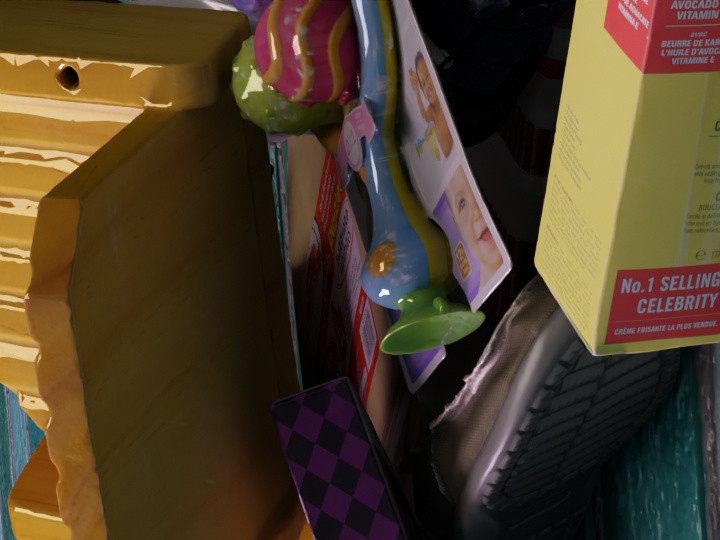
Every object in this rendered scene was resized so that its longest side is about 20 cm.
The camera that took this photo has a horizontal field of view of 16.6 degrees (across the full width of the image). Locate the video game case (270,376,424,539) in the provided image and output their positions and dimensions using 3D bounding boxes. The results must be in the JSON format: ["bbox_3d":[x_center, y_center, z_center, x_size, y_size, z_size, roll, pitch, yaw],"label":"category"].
[{"bbox_3d":[0.027,0.160,0.900,0.181,0.036,0.200,67,-178,-63],"label":"video game case"}]

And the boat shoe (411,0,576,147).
[{"bbox_3d":[0.021,-0.149,0.845,0.200,0.075,0.093,69,153,16],"label":"boat shoe"}]

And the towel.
[{"bbox_3d":[0.046,-0.077,0.929,0.144,0.023,0.200,-115,25,-47],"label":"towel"}]

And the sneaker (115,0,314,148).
[{"bbox_3d":[-0.036,-0.092,0.951,0.200,0.075,0.087,6,83,34],"label":"sneaker"}]

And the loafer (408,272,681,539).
[{"bbox_3d":[0.049,0.046,0.845,0.070,0.075,0.200,58,154,21],"label":"loafer"}]

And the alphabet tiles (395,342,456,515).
[{"bbox_3d":[0.018,0.071,1.077,0.200,0.015,0.196,-118,31,-52],"label":"alphabet tiles"}]

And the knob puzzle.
[{"bbox_3d":[0.000,0.000,1.039,0.220,0.030,0.220,175,90,-79],"label":"knob puzzle"}]

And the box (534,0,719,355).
[{"bbox_3d":[0.100,-0.073,0.663,0.050,0.075,0.200,-117,28,-50],"label":"box"}]

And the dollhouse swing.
[{"bbox_3d":[-0.114,0.025,0.877,0.182,0.176,0.200,7,115,31],"label":"dollhouse swing"}]

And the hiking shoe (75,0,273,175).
[{"bbox_3d":[-0.100,-0.060,1.115,0.087,0.074,0.200,24,153,28],"label":"hiking shoe"}]

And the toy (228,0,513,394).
[{"bbox_3d":[-0.014,-0.065,0.817,0.115,0.047,0.200,122,130,-63],"label":"toy"}]

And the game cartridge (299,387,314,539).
[{"bbox_3d":[-0.032,0.094,1.077,0.176,0.032,0.200,91,165,-81],"label":"game cartridge"}]
